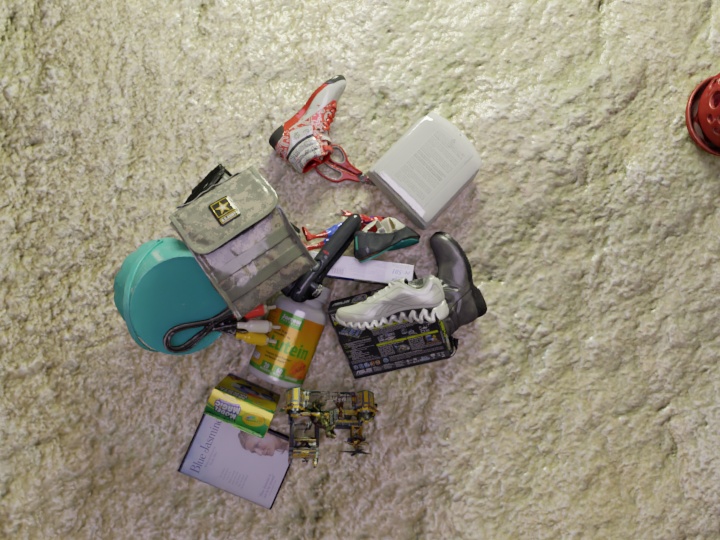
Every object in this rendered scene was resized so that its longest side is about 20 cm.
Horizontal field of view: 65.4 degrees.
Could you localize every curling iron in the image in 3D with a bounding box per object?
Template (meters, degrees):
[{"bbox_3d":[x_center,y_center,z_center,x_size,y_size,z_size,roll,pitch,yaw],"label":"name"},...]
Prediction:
[{"bbox_3d":[0.142,0.084,1.147,0.049,0.026,0.201,-25,85,-26],"label":"curling iron"}]

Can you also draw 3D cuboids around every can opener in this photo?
[{"bbox_3d":[-0.064,-0.024,1.018,0.079,0.063,0.200,40,83,5],"label":"can opener"}]

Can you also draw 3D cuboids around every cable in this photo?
[{"bbox_3d":[-0.238,0.091,0.972,0.199,0.050,0.098,-5,98,-31],"label":"cable"}]

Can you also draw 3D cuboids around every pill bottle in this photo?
[{"bbox_3d":[-0.130,0.115,1.078,0.111,0.111,0.201,21,86,-4],"label":"pill bottle"}]

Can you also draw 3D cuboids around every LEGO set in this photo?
[{"bbox_3d":[-0.060,0.302,1.051,0.199,0.154,0.116,8,53,-15],"label":"LEGO set"}]

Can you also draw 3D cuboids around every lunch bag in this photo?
[{"bbox_3d":[-0.194,-0.051,0.919,0.164,0.118,0.201,-35,105,-13],"label":"lunch bag"}]

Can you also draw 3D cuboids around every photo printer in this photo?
[{"bbox_3d":[0.137,-0.208,1.130,0.166,0.069,0.200,44,80,-2],"label":"photo printer"}]

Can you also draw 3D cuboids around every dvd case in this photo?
[{"bbox_3d":[-0.238,0.366,1.105,0.199,0.018,0.143,24,87,-3],"label":"dvd case"}]

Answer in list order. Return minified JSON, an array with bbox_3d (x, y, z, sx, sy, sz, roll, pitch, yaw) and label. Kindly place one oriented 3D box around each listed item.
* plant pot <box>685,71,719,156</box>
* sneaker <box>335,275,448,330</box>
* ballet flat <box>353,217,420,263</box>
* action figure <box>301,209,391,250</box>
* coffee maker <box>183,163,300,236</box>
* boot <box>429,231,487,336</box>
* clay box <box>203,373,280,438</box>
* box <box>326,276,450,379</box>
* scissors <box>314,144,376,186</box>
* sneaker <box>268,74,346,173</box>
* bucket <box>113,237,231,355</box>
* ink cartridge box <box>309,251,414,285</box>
[{"bbox_3d":[0.791,-0.330,1.137,0.199,0.182,0.202,0,87,-4],"label":"plant pot"},{"bbox_3d":[0.052,0.055,0.985,0.199,0.075,0.082,-9,102,7],"label":"sneaker"},{"bbox_3d":[0.051,-0.067,1.073,0.073,0.200,0.074,10,107,34],"label":"ballet flat"},{"bbox_3d":[-0.022,-0.083,1.111,0.199,0.066,0.052,-12,54,-23],"label":"action figure"},{"bbox_3d":[-0.221,-0.099,1.065,0.135,0.192,0.200,-42,113,14],"label":"coffee maker"},{"bbox_3d":[0.159,0.032,1.111,0.131,0.070,0.201,-27,89,-22],"label":"boot"},{"bbox_3d":[-0.211,0.243,1.021,0.114,0.200,0.048,24,86,-4],"label":"clay box"},{"bbox_3d":[0.056,0.113,1.069,0.199,0.044,0.161,-16,112,15],"label":"box"},{"bbox_3d":[0.000,-0.185,1.152,0.199,0.014,0.073,33,83,-4],"label":"scissors"},{"bbox_3d":[-0.077,-0.284,1.116,0.201,0.067,0.108,-44,82,0],"label":"sneaker"},{"bbox_3d":[-0.336,0.050,1.014,0.206,0.135,0.208,-6,103,-29],"label":"bucket"},{"bbox_3d":[0.000,0.000,1.097,0.199,0.094,0.044,8,86,0],"label":"ink cartridge box"}]
